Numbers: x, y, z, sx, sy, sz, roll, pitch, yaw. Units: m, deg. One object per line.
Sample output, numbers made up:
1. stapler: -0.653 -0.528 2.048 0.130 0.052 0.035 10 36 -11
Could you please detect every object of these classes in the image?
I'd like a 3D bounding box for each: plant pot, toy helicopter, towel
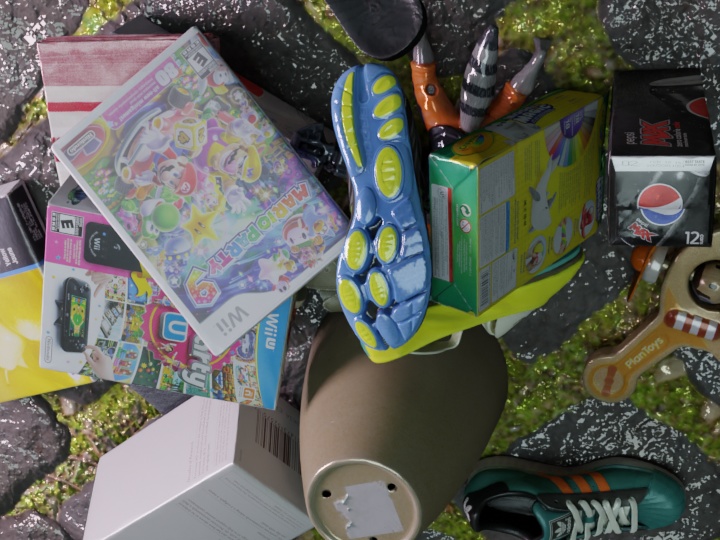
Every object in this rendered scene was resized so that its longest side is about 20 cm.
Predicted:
1. plant pot: 0.024 0.139 0.948 0.185 0.200 0.190 5 116 10
2. toy helicopter: 0.250 0.035 0.916 0.132 0.079 0.200 41 121 -7
3. towel: -0.175 -0.090 0.910 0.142 0.023 0.202 1 115 5

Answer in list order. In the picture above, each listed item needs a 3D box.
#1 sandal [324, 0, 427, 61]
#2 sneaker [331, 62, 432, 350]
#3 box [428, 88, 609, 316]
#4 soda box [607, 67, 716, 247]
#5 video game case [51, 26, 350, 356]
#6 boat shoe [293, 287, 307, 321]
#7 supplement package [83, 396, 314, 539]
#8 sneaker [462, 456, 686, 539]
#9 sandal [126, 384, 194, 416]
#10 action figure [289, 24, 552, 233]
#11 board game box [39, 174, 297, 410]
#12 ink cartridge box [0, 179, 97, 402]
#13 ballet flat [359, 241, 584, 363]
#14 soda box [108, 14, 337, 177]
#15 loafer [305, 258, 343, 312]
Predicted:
1. sandal: -0.026 -0.242 0.833 0.075 0.048 0.201 -45 76 13
2. sneaker: 0.021 -0.045 0.807 0.070 0.083 0.203 -4 90 18
3. box: 0.126 -0.061 0.845 0.048 0.199 0.119 19 123 37
4. soda box: 0.210 -0.085 0.795 0.070 0.200 0.064 1 116 13
5. video game case: -0.115 -0.059 0.846 0.143 0.018 0.201 -39 91 0
6. boat shoe: -0.143 -0.007 0.995 0.199 0.071 0.063 32 121 -8
7. supplement package: -0.145 0.203 1.049 0.199 0.118 0.117 -33 125 24
8. sneaker: 0.190 0.216 1.010 0.197 0.080 0.072 -1 115 13
9. sandal: -0.205 0.075 1.064 0.076 0.043 0.201 -27 117 22
10. action figure: 0.047 -0.096 0.866 0.197 0.105 0.196 8 101 -18
11. board game box: -0.151 0.018 0.913 0.197 0.064 0.149 10 116 -1
12. ink cartridge box: -0.368 0.033 1.080 0.198 0.047 0.200 -15 112 17
13. ballet flat: 0.086 0.026 0.891 0.198 0.067 0.068 -16 119 -19
14. soda box: -0.121 -0.126 0.933 0.199 0.064 0.069 30 118 -2
15. loafer: 0.000 0.000 0.961 0.198 0.075 0.070 20 118 10
